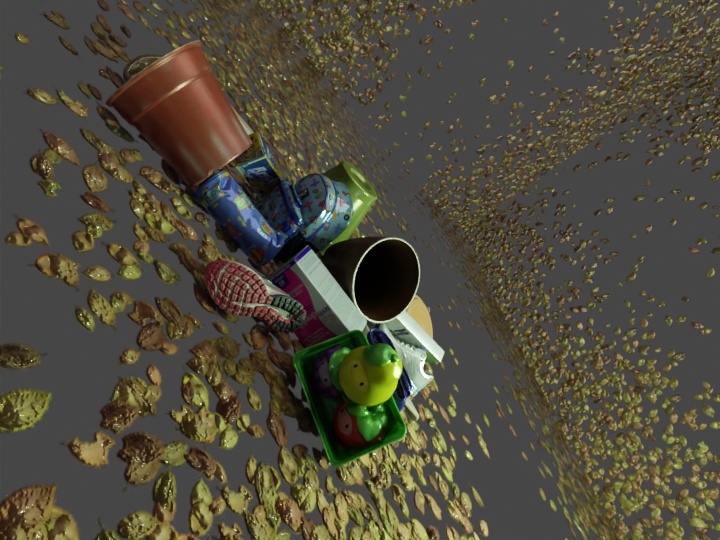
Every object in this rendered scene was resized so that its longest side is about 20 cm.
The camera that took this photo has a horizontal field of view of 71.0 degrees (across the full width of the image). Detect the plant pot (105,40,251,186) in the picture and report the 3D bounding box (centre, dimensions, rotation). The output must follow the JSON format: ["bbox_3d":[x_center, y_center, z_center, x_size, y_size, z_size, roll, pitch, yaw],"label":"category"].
[{"bbox_3d":[-0.317,-0.276,0.931,0.196,0.200,0.201,56,17,-22],"label":"plant pot"}]

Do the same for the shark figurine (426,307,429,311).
[{"bbox_3d":[0.166,0.134,1.538,0.214,0.089,0.129,43,20,-36],"label":"shark figurine"}]

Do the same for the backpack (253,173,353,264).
[{"bbox_3d":[-0.120,-0.125,1.106,0.134,0.199,0.183,36,27,-43],"label":"backpack"}]

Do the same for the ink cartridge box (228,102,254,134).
[{"bbox_3d":[-0.336,-0.328,1.124,0.165,0.075,0.200,49,19,-14],"label":"ink cartridge box"}]

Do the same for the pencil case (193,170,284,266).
[{"bbox_3d":[-0.229,-0.100,0.984,0.200,0.078,0.087,50,48,-15],"label":"pencil case"}]

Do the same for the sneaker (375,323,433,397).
[{"bbox_3d":[0.106,0.195,1.197,0.201,0.086,0.075,59,0,-13],"label":"sneaker"}]

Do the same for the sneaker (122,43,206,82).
[{"bbox_3d":[-0.426,-0.411,1.083,0.071,0.112,0.200,54,49,-8],"label":"sneaker"}]

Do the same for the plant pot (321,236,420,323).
[{"bbox_3d":[0.000,0.000,1.150,0.187,0.188,0.199,39,-12,-38],"label":"plant pot"}]

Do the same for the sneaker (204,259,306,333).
[{"bbox_3d":[-0.187,0.045,0.870,0.200,0.081,0.075,39,-5,-39],"label":"sneaker"}]

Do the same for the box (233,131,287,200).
[{"bbox_3d":[-0.218,-0.221,1.123,0.200,0.070,0.065,62,8,-72],"label":"box"}]

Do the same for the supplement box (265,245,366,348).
[{"bbox_3d":[-0.091,0.068,1.001,0.200,0.101,0.103,52,19,-8],"label":"supplement box"}]

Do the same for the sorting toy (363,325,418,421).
[{"bbox_3d":[0.051,0.218,1.103,0.200,0.036,0.185,61,-1,-43],"label":"sorting toy"}]

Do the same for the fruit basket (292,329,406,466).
[{"bbox_3d":[-0.011,0.193,0.824,0.216,0.155,0.217,160,-90,-78],"label":"fruit basket"}]

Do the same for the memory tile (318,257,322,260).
[{"bbox_3d":[-0.056,0.028,1.286,0.154,0.017,0.200,54,18,-3],"label":"memory tile"}]

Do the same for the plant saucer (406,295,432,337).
[{"bbox_3d":[0.157,0.166,1.415,0.200,0.032,0.202,26,59,-54],"label":"plant saucer"}]

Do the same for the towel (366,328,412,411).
[{"bbox_3d":[0.039,0.216,0.954,0.049,0.201,0.148,-9,56,-20],"label":"towel"}]

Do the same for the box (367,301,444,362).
[{"bbox_3d":[0.093,0.158,1.241,0.200,0.144,0.036,47,54,-24],"label":"box"}]

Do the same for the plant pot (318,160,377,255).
[{"bbox_3d":[-0.065,-0.171,1.303,0.200,0.193,0.201,43,20,-20],"label":"plant pot"}]
